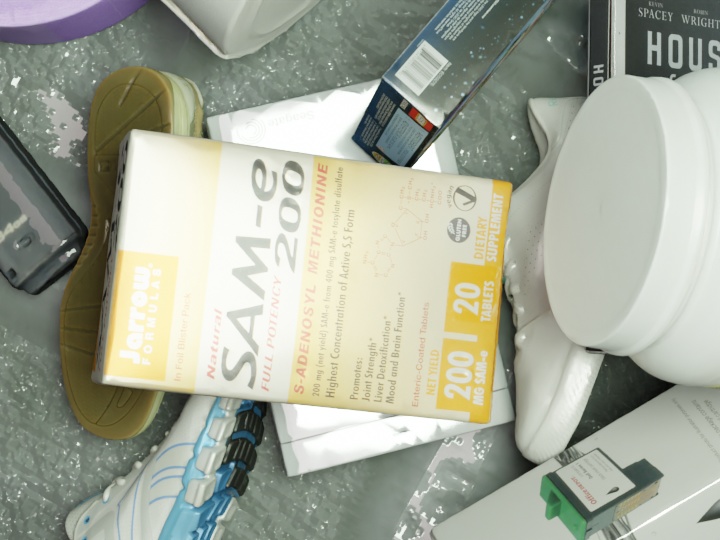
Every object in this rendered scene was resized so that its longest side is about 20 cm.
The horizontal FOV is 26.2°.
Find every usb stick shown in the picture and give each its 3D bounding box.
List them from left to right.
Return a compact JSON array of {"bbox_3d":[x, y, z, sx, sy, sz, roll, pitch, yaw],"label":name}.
[{"bbox_3d":[-0.228,-0.077,0.867,0.055,0.033,0.200,-38,89,1],"label":"usb stick"}]

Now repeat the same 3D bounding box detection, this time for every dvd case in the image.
[{"bbox_3d":[0.180,-0.057,0.822,0.149,0.025,0.202,1,90,-35],"label":"dvd case"}]

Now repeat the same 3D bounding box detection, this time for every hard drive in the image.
[{"bbox_3d":[0.000,0.000,0.857,0.131,0.027,0.202,-13,89,-6],"label":"hard drive"}]

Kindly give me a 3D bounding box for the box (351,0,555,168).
[{"bbox_3d":[0.079,-0.143,0.792,0.038,0.137,0.200,40,81,0],"label":"box"}]

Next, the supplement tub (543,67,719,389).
[{"bbox_3d":[0.200,-0.014,0.720,0.198,0.145,0.146,8,90,-17],"label":"supplement tub"}]

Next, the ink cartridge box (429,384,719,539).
[{"bbox_3d":[0.157,0.156,0.803,0.199,0.084,0.147,-31,119,1],"label":"ink cartridge box"}]

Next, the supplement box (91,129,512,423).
[{"bbox_3d":[-0.030,0.006,0.790,0.198,0.073,0.127,6,87,-14],"label":"supplement box"}]

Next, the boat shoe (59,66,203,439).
[{"bbox_3d":[-0.118,-0.009,0.854,0.073,0.063,0.202,3,92,23],"label":"boat shoe"}]

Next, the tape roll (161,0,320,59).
[{"bbox_3d":[-0.023,-0.203,0.780,0.071,0.202,0.203,43,91,1],"label":"tape roll"}]

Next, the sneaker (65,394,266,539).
[{"bbox_3d":[-0.115,0.128,0.846,0.086,0.075,0.201,18,84,18],"label":"sneaker"}]

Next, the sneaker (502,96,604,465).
[{"bbox_3d":[0.099,0.002,0.843,0.088,0.075,0.202,15,80,3],"label":"sneaker"}]

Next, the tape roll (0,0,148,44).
[{"bbox_3d":[-0.186,-0.229,0.851,0.198,0.066,0.202,0,89,0],"label":"tape roll"}]
